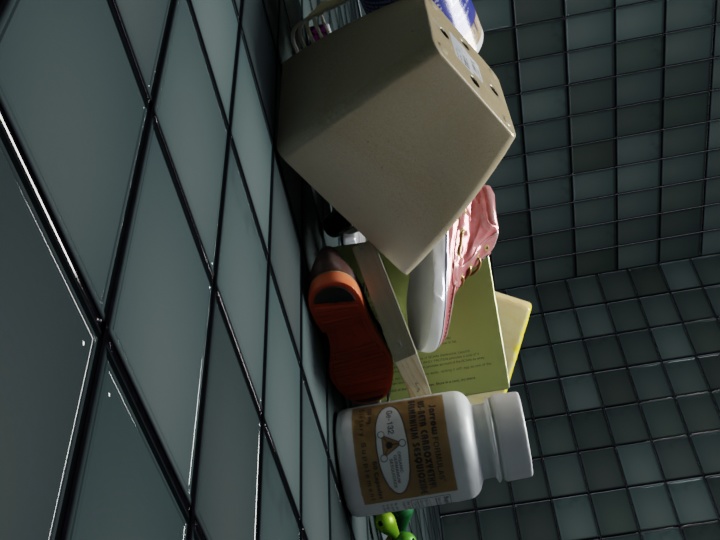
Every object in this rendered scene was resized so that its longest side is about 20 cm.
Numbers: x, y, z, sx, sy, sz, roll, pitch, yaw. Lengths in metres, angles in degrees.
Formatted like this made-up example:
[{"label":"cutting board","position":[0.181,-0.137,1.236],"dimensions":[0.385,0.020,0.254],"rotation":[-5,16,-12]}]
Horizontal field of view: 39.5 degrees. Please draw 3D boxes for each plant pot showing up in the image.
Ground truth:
[{"label":"plant pot","position":[0.047,-0.160,1.037],"dimensions":[0.200,0.176,0.201],"rotation":[42,25,-28]}]

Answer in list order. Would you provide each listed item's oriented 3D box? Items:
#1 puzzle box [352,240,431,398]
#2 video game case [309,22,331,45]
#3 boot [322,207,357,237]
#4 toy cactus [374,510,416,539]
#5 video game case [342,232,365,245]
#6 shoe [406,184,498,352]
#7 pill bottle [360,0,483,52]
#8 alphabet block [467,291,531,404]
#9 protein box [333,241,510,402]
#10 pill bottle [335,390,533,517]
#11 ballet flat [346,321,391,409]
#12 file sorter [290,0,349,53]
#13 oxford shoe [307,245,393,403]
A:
[{"label":"puzzle box","position":[0.038,0.064,1.086],"dimensions":[0.200,0.025,0.135],"rotation":[67,2,-66]},{"label":"video game case","position":[-0.038,-0.214,1.420],"dimensions":[0.183,0.035,0.202],"rotation":[75,8,-51]},{"label":"boot","position":[-0.008,-0.082,1.267],"dimensions":[0.130,0.199,0.068],"rotation":[-38,93,-39]},{"label":"toy cactus","position":[0.062,0.349,1.289],"dimensions":[0.165,0.100,0.203],"rotation":[100,-22,-69]},{"label":"video game case","position":[0.000,0.000,1.564],"dimensions":[0.201,0.022,0.185],"rotation":[-90,169,-68]},{"label":"shoe","position":[0.108,-0.006,1.148],"dimensions":[0.071,0.089,0.204],"rotation":[168,-74,-66]},{"label":"pill bottle","position":[0.052,-0.314,1.090],"dimensions":[0.117,0.114,0.201],"rotation":[-94,159,-48]},{"label":"alphabet block","position":[0.129,0.109,1.493],"dimensions":[0.196,0.197,0.199],"rotation":[-9,115,-84]},{"label":"protein box","position":[0.073,0.059,1.268],"dimensions":[0.135,0.195,0.204],"rotation":[34,47,-86]},{"label":"pill bottle","position":[0.078,0.190,1.067],"dimensions":[0.114,0.196,0.117],"rotation":[-10,90,-85]},{"label":"ballet flat","position":[0.003,0.092,1.165],"dimensions":[0.067,0.062,0.204],"rotation":[-64,145,-82]},{"label":"file sorter","position":[0.002,-0.293,1.286],"dimensions":[0.140,0.123,0.201],"rotation":[63,19,-18]},{"label":"oxford shoe","position":[-0.007,0.061,1.066],"dimensions":[0.073,0.070,0.202],"rotation":[-97,174,-49]}]
